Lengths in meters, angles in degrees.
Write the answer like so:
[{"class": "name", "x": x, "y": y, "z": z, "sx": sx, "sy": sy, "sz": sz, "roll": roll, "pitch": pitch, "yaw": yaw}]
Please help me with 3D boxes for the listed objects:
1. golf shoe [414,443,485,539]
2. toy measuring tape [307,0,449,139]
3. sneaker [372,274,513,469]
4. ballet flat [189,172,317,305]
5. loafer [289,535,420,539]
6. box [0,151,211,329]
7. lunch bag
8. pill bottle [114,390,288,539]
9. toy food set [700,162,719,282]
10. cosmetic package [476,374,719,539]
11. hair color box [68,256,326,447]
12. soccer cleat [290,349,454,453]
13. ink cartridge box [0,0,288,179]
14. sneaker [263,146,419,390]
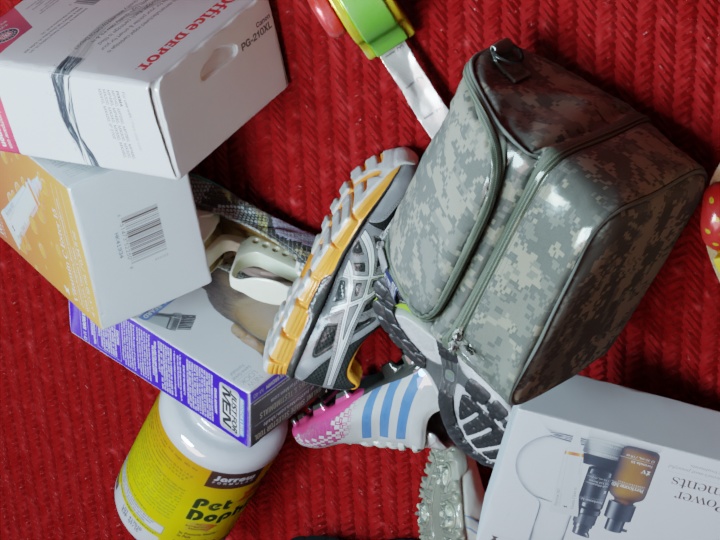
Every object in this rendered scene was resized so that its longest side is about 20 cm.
[{"class": "golf shoe", "x": 0.102, "y": 0.227, "z": 1.932, "sx": 0.078, "sy": 0.097, "sz": 0.202, "roll": -179, "pitch": 80, "yaw": -70}, {"class": "toy measuring tape", "x": 0.018, "y": -0.158, "z": 1.691, "sx": 0.073, "sy": 0.074, "sz": 0.201, "roll": -21, "pitch": 103, "yaw": 47}, {"class": "sneaker", "x": 0.089, "y": 0.062, "z": 1.801, "sx": 0.074, "sy": 0.081, "sz": 0.201, "roll": -8, "pitch": 121, "yaw": 44}, {"class": "ballet flat", "x": -0.094, "y": -0.018, "z": 1.903, "sx": 0.199, "sy": 0.072, "sz": 0.072, "roll": 25, "pitch": 134, "yaw": 25}, {"class": "loafer", "x": 0.018, "y": 0.260, "z": 2.033, "sx": 0.199, "sy": 0.068, "sz": 0.071, "roll": 2, "pitch": 140, "yaw": 38}, {"class": "box", "x": -0.210, "y": -0.061, "z": 1.891, "sx": 0.200, "sy": 0.097, "sz": 0.125, "roll": 36, "pitch": 143, "yaw": 52}, {"class": "lunch bag", "x": 0.108, "y": -0.034, "z": 1.659, "sx": 0.168, "sy": 0.139, "sz": 0.201, "roll": 45, "pitch": 133, "yaw": 23}, {"class": "pill bottle", "x": -0.126, "y": 0.143, "z": 2.026, "sx": 0.109, "sy": 0.109, "sz": 0.200, "roll": 40, "pitch": 139, "yaw": 8}, {"class": "toy food set", "x": 0.307, "y": -0.004, "z": 1.585, "sx": 0.199, "sy": 0.049, "sz": 0.199, "roll": -11, "pitch": 113, "yaw": 44}, {"class": "cosmetic package", "x": 0.194, "y": 0.155, "z": 1.752, "sx": 0.198, "sy": 0.052, "sz": 0.151, "roll": 14, "pitch": 136, "yaw": 1}, {"class": "hair color box", "x": -0.122, "y": 0.045, "z": 1.928, "sx": 0.199, "sy": 0.109, "sz": 0.065, "roll": 31, "pitch": 138, "yaw": 28}, {"class": "soccer cleat", "x": 0.022, "y": 0.114, "z": 1.905, "sx": 0.087, "sy": 0.070, "sz": 0.200, "roll": 53, "pitch": 139, "yaw": -6}, {"class": "ink cartridge box", "x": -0.175, "y": -0.147, "z": 1.813, "sx": 0.199, "sy": 0.145, "sz": 0.085, "roll": 11, "pitch": 129, "yaw": 35}, {"class": "sneaker", "x": 0.000, "y": 0.000, "z": 1.812, "sx": 0.077, "sy": 0.078, "sz": 0.201, "roll": 25, "pitch": 113, "yaw": -8}]
